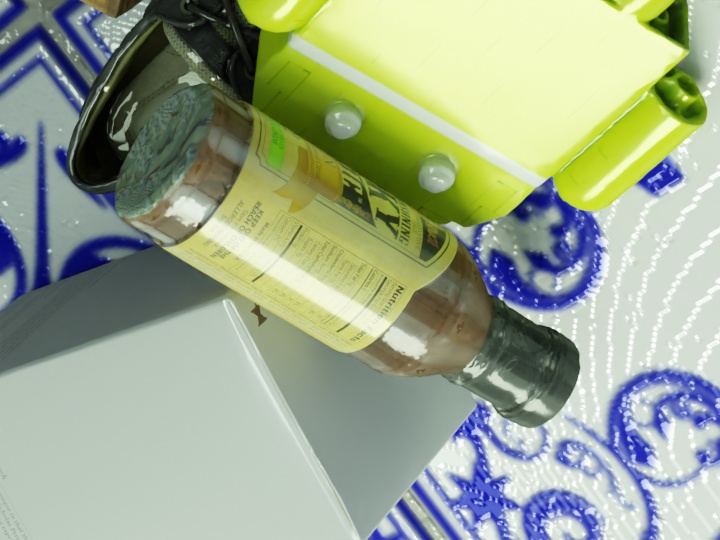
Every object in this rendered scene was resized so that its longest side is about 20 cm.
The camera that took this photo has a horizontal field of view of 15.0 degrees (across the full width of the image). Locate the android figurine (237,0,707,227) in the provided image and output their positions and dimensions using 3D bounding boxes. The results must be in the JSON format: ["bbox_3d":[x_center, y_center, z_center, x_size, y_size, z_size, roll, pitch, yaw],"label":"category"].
[{"bbox_3d":[0.039,-0.083,1.035,0.182,0.041,0.200,30,129,-25],"label":"android figurine"}]

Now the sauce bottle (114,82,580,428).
[{"bbox_3d":[0.000,0.000,1.056,0.200,0.065,0.065,31,133,-29],"label":"sauce bottle"}]

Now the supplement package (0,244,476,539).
[{"bbox_3d":[-0.076,0.060,1.160,0.200,0.121,0.120,-19,106,35],"label":"supplement package"}]

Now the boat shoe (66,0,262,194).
[{"bbox_3d":[-0.049,-0.092,1.097,0.073,0.065,0.200,43,127,3],"label":"boat shoe"}]

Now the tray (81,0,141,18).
[{"bbox_3d":[-0.108,-0.209,1.085,0.098,0.037,0.200,29,127,12],"label":"tray"}]
